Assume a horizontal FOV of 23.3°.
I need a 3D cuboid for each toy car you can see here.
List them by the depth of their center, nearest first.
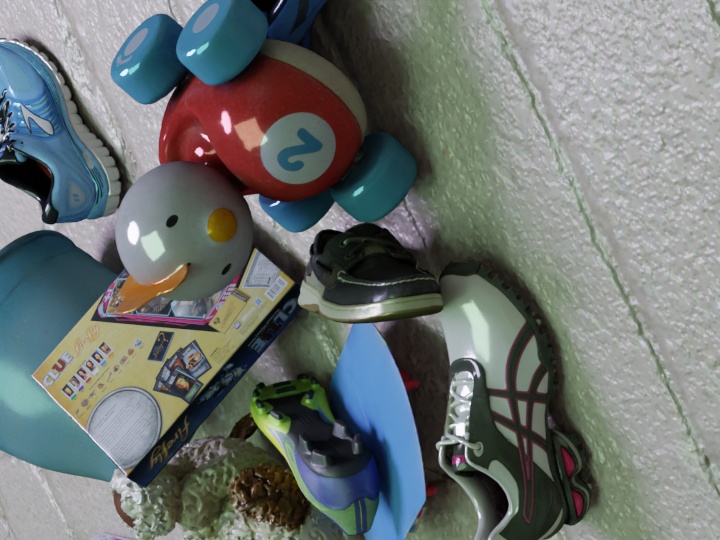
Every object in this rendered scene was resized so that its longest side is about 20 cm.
[{"bbox_3d":[-0.097,-0.048,1.182,0.184,0.201,0.176,40,155,-28],"label":"toy car"}]

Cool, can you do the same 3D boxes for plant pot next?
[{"bbox_3d":[-0.243,0.095,1.542,0.187,0.200,0.201,28,134,21],"label":"plant pot"}]

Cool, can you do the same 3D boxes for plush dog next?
[{"bbox_3d":[-0.083,0.204,1.435,0.171,0.161,0.201,20,148,40],"label":"plush dog"}]

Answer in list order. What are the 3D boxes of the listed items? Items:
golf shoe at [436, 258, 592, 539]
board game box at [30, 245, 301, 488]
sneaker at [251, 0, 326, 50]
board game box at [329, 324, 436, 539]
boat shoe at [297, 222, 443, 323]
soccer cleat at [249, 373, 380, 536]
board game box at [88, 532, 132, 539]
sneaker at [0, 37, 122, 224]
[{"bbox_3d":[0.090,0.093,1.181,0.077,0.088,0.202,-15,97,57],"label":"golf shoe"},{"bbox_3d":[-0.153,0.053,1.394,0.135,0.200,0.035,40,177,30],"label":"board game box"},{"bbox_3d":[-0.069,-0.176,1.227,0.066,0.078,0.200,51,145,14],"label":"sneaker"},{"bbox_3d":[0.027,0.125,1.320,0.201,0.039,0.159,111,145,-56],"label":"board game box"},{"bbox_3d":[0.001,0.000,1.225,0.201,0.071,0.067,-174,80,-72],"label":"boat shoe"},{"bbox_3d":[-0.039,0.142,1.359,0.200,0.064,0.085,-140,36,-63],"label":"soccer cleat"},{"bbox_3d":[-0.218,0.378,1.818,0.134,0.034,0.202,0,112,53],"label":"board game box"},{"bbox_3d":[-0.295,-0.124,1.546,0.200,0.090,0.079,52,144,18],"label":"sneaker"}]
